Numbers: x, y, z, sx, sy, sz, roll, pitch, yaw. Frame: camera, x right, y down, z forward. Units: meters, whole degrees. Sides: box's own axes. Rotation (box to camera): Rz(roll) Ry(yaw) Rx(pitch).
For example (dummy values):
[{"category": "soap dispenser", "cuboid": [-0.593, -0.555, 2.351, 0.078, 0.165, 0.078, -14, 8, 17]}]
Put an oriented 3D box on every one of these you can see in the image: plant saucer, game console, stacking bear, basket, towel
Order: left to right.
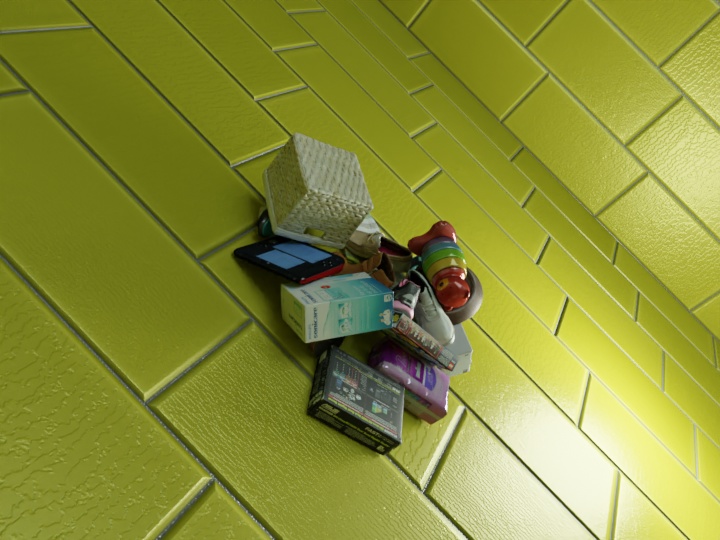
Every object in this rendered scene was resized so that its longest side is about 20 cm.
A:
[{"category": "game console", "cuboid": [-0.152, -0.028, 1.470, 0.200, 0.031, 0.177, 21, 21, 29]}, {"category": "basket", "cuboid": [-0.101, -0.185, 1.548, 0.198, 0.161, 0.200, 13, 45, -35]}, {"category": "towel", "cuboid": [-0.030, -0.090, 1.780, 0.086, 0.018, 0.200, 23, 37, -39]}, {"category": "towel", "cuboid": [0.021, -0.099, 1.813, 0.149, 0.031, 0.200, 1, 54, -57]}, {"category": "plant saucer", "cuboid": [0.205, 0.045, 1.653, 0.200, 0.035, 0.200, -3, 53, 3]}, {"category": "stacking bear", "cuboid": [0.204, 0.001, 1.591, 0.114, 0.121, 0.200, 35, 31, -42]}]

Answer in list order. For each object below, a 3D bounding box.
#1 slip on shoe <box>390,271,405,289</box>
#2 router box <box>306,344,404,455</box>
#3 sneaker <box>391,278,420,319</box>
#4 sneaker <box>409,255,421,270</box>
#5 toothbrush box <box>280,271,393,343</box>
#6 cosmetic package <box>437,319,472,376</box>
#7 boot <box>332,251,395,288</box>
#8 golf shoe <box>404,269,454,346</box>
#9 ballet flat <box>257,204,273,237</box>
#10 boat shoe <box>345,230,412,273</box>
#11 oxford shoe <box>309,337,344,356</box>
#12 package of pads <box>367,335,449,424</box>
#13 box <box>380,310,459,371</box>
[{"category": "slip on shoe", "cuboid": [0.080, 0.036, 1.722, 0.074, 0.061, 0.200, 42, 19, 8]}, {"category": "router box", "cuboid": [-0.005, 0.266, 1.362, 0.200, 0.062, 0.150, 33, 34, -18]}, {"category": "sneaker", "cuboid": [0.089, 0.068, 1.552, 0.079, 0.200, 0.095, 27, 77, -13]}, {"category": "sneaker", "cuboid": [0.192, 0.050, 1.785, 0.200, 0.140, 0.078, 28, 51, 31]}, {"category": "toothbrush box", "cuboid": [-0.051, 0.073, 1.389, 0.200, 0.085, 0.146, -9, 20, -23]}, {"category": "cosmetic package", "cuboid": [0.208, 0.155, 1.660, 0.081, 0.113, 0.200, -13, 53, -5]}, {"category": "boot", "cuboid": [0.000, 0.000, 1.579, 0.077, 0.155, 0.200, 14, 43, -38]}, {"category": "golf shoe", "cuboid": [0.153, 0.087, 1.554, 0.200, 0.078, 0.097, 61, -1, 26]}, {"category": "ballet flat", "cuboid": [-0.202, -0.134, 1.600, 0.073, 0.073, 0.200, 47, 39, 4]}, {"category": "boat shoe", "cuboid": [0.044, -0.067, 1.704, 0.200, 0.069, 0.074, 23, 50, 2]}, {"category": "oxford shoe", "cuboid": [-0.067, 0.126, 1.468, 0.071, 0.071, 0.200, 20, 30, 18]}, {"category": "package of pads", "cuboid": [0.111, 0.246, 1.502, 0.200, 0.076, 0.121, 36, 31, -14]}, {"category": "box", "cuboid": [0.114, 0.152, 1.506, 0.200, 0.040, 0.137, 39, -14, -30]}]
